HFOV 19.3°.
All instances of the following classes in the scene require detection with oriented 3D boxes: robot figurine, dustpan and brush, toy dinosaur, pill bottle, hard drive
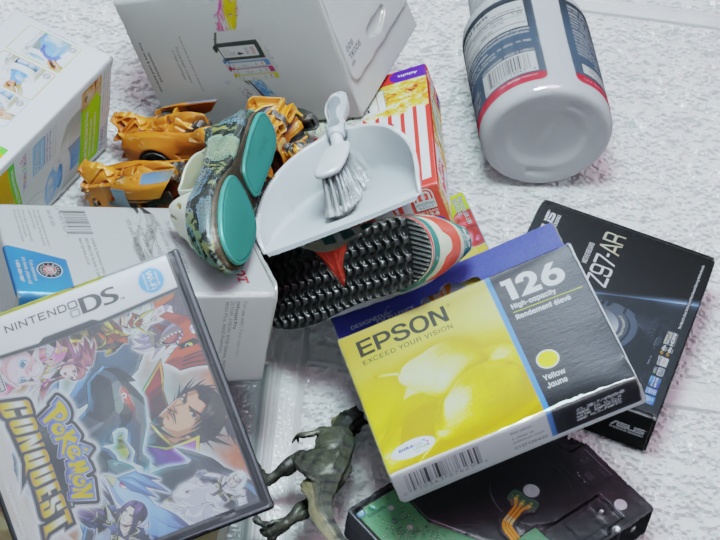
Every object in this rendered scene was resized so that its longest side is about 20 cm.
[{"bbox_3d":[-0.134,-0.098,1.795,0.200,0.058,0.145,-5,40,28],"label":"robot figurine"},{"bbox_3d":[-0.017,-0.092,1.709,0.139,0.057,0.200,-21,19,12],"label":"dustpan and brush"},{"bbox_3d":[-0.040,0.162,1.600,0.088,0.047,0.200,-23,25,15],"label":"toy dinosaur"},{"bbox_3d":[0.156,-0.188,1.934,0.119,0.120,0.200,1,47,-8],"label":"pill bottle"},{"bbox_3d":[0.106,0.192,1.621,0.200,0.038,0.140,-28,57,-32],"label":"hard drive"}]

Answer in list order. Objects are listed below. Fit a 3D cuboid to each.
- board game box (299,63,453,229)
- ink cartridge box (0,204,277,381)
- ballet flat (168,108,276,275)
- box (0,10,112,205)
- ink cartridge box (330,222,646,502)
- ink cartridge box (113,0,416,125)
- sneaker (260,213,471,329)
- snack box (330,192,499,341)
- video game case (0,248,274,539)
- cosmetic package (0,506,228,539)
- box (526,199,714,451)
[{"bbox_3d":[-0.004,-0.088,1.797,0.151,0.046,0.200,-17,33,9],"label":"board game box"},{"bbox_3d":[-0.179,0.017,1.636,0.200,0.084,0.145,0,29,-18],"label":"ink cartridge box"},{"bbox_3d":[-0.112,-0.054,1.644,0.074,0.074,0.200,12,32,2],"label":"ballet flat"},{"bbox_3d":[-0.306,-0.106,1.784,0.101,0.113,0.200,26,49,13],"label":"box"},{"bbox_3d":[0.088,0.056,1.611,0.197,0.047,0.200,-23,50,0],"label":"ink cartridge box"},{"bbox_3d":[-0.080,-0.226,1.863,0.200,0.145,0.147,-3,39,28],"label":"ink cartridge box"},{"bbox_3d":[0.000,0.000,1.688,0.093,0.200,0.070,-8,83,-52],"label":"sneaker"},{"bbox_3d":[0.052,0.041,1.704,0.142,0.053,0.200,-23,45,1],"label":"snack box"},{"bbox_3d":[-0.180,0.107,1.511,0.181,0.026,0.200,-20,81,-6],"label":"video game case"},{"bbox_3d":[-0.196,0.170,1.568,0.200,0.071,0.105,10,47,0],"label":"cosmetic package"},{"bbox_3d":[0.194,0.042,1.773,0.160,0.044,0.200,20,47,10],"label":"box"}]
